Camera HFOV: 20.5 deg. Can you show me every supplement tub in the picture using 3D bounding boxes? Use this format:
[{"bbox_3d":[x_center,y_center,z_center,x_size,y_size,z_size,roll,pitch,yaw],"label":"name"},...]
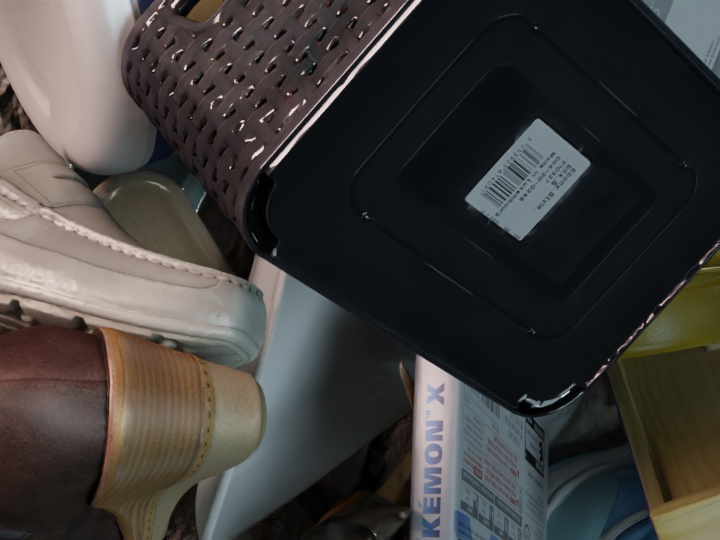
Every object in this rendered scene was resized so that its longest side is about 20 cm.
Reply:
[{"bbox_3d":[-0.035,-0.131,0.735,0.200,0.144,0.145,-22,118,-21],"label":"supplement tub"}]

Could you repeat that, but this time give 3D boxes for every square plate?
[{"bbox_3d":[0.000,0.000,0.841,0.198,0.028,0.200,-30,142,-57],"label":"square plate"}]

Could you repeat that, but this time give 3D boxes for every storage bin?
[{"bbox_3d":[0.036,-0.051,0.678,0.135,0.094,0.200,-48,139,8],"label":"storage bin"}]

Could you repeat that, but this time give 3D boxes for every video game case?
[{"bbox_3d":[0.054,0.131,0.869,0.200,0.022,0.183,47,44,-68],"label":"video game case"}]

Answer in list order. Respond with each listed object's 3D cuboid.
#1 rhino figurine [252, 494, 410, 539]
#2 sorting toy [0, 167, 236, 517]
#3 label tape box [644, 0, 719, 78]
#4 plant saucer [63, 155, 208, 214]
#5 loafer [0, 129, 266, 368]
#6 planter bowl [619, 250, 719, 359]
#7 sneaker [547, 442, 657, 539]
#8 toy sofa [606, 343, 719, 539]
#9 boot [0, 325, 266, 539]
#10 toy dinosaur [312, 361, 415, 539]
[{"bbox_3d":[-0.050,0.144,0.818,0.060,0.200,0.087,56,32,0],"label":"rhino figurine"},{"bbox_3d":[-0.124,0.071,0.797,0.200,0.036,0.185,-47,148,-13],"label":"sorting toy"},{"bbox_3d":[0.121,-0.128,0.941,0.200,0.066,0.144,21,91,-44],"label":"label tape box"},{"bbox_3d":[-0.078,-0.073,0.824,0.070,0.019,0.200,27,88,-42],"label":"plant saucer"},{"bbox_3d":[-0.120,-0.016,0.694,0.070,0.200,0.070,56,53,-67],"label":"loafer"},{"bbox_3d":[0.118,-0.016,0.886,0.200,0.200,0.084,4,73,-40],"label":"planter bowl"},{"bbox_3d":[0.188,0.135,1.037,0.200,0.130,0.080,-20,123,-33],"label":"sneaker"},{"bbox_3d":[0.175,0.092,0.964,0.083,0.200,0.098,-19,116,6],"label":"toy sofa"},{"bbox_3d":[-0.141,0.067,0.669,0.166,0.200,0.073,5,64,-26],"label":"boot"},{"bbox_3d":[0.002,0.120,0.884,0.200,0.060,0.106,-53,166,23],"label":"toy dinosaur"}]
